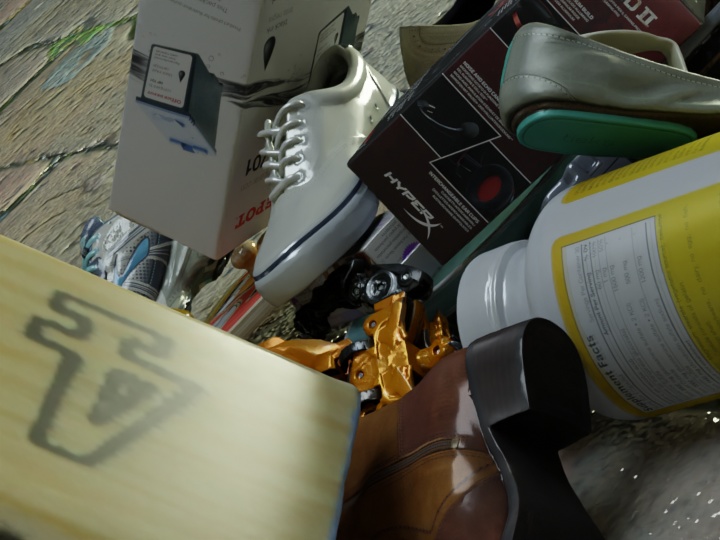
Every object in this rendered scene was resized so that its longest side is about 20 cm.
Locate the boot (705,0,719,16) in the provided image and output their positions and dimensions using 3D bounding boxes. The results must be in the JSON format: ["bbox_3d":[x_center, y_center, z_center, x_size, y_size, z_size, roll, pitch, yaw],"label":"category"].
[{"bbox_3d":[0.231,-0.202,1.311,0.096,0.075,0.200,-11,23,7],"label":"boot"}]

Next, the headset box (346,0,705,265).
[{"bbox_3d":[0.097,-0.111,1.085,0.200,0.075,0.149,-43,5,18],"label":"headset box"}]

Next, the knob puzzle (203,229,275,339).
[{"bbox_3d":[-0.059,-0.003,1.269,0.220,0.030,0.220,-46,7,7],"label":"knob puzzle"}]

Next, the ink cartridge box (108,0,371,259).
[{"bbox_3d":[-0.064,-0.129,1.232,0.085,0.201,0.146,23,32,20],"label":"ink cartridge box"}]

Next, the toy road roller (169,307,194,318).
[{"bbox_3d":[-0.172,0.062,1.216,0.200,0.145,0.124,146,131,-81],"label":"toy road roller"}]

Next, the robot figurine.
[{"bbox_3d":[-0.026,0.080,1.083,0.199,0.058,0.146,-25,54,25],"label":"robot figurine"}]

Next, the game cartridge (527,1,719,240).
[{"bbox_3d":[0.163,-0.078,1.095,0.200,0.041,0.133,-46,-14,-15],"label":"game cartridge"}]

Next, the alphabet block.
[{"bbox_3d":[-0.131,0.128,0.875,0.197,0.199,0.196,-79,13,-64],"label":"alphabet block"}]

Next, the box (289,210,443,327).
[{"bbox_3d":[0.000,0.000,1.188,0.041,0.039,0.200,-46,6,-16],"label":"box"}]

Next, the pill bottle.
[{"bbox_3d":[0.145,0.003,0.945,0.199,0.112,0.112,-19,28,37],"label":"pill bottle"}]

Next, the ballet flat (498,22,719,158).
[{"bbox_3d":[0.161,-0.076,0.984,0.067,0.199,0.064,126,153,-60],"label":"ballet flat"}]

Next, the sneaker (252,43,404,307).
[{"bbox_3d":[-0.028,-0.055,1.152,0.073,0.071,0.200,-37,16,31],"label":"sneaker"}]

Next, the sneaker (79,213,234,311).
[{"bbox_3d":[-0.145,0.013,1.338,0.078,0.086,0.201,96,-161,-63],"label":"sneaker"}]

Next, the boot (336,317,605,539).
[{"bbox_3d":[0.012,0.134,0.923,0.199,0.068,0.189,-30,53,38],"label":"boot"}]

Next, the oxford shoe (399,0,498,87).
[{"bbox_3d":[0.106,-0.157,1.293,0.200,0.075,0.070,-33,19,-34],"label":"oxford shoe"}]

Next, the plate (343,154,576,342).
[{"bbox_3d":[0.067,-0.021,1.173,0.200,0.026,0.200,-45,6,6],"label":"plate"}]
